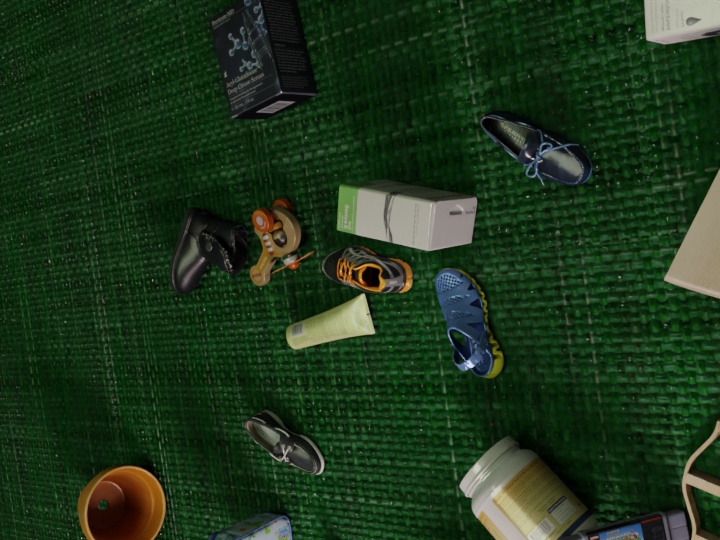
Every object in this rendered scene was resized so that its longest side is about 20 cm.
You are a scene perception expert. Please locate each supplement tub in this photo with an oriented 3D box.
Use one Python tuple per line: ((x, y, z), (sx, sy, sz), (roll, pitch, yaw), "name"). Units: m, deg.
((0.270, 0.385, 1.433), (0.200, 0.143, 0.146), (46, 122, 23), "supplement tub")

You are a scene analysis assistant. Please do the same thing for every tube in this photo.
((-0.058, 0.108, 1.717), (0.198, 0.052, 0.058), (-20, 126, 35), "tube")

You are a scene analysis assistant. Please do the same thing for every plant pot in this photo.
((-0.598, 0.572, 2.138), (0.182, 0.197, 0.204), (-12, 89, 55), "plant pot")
((0.531, -0.056, 1.140), (0.175, 0.199, 0.203), (28, 114, 19), "plant pot")

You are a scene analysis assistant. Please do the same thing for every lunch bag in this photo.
((-0.227, 0.603, 1.826), (0.081, 0.198, 0.164), (-2, 96, 38), "lunch bag")

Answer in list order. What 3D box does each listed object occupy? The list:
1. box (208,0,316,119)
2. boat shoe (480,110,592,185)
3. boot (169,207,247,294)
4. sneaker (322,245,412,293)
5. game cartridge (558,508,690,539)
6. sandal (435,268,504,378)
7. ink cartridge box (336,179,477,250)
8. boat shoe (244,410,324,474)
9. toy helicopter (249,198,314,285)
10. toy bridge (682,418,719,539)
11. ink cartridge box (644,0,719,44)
((-0.189, -0.412, 1.701), (0.147, 0.106, 0.204), (-16, 86, 39), "box")
((0.268, -0.187, 1.395), (0.198, 0.068, 0.086), (30, 114, 31), "boat shoe")
((-0.324, -0.020, 1.886), (0.167, 0.076, 0.204), (25, 106, 37), "boot")
((0.000, 0.000, 1.633), (0.197, 0.077, 0.080), (7, 103, 39), "sneaker")
((0.404, 0.442, 1.326), (0.196, 0.038, 0.132), (-12, 94, -6), "game cartridge")
((0.177, 0.091, 1.501), (0.079, 0.086, 0.203), (-33, 75, 38), "sandal")
((0.079, -0.098, 1.510), (0.197, 0.144, 0.086), (15, 106, 36), "ink cartridge box")
((-0.161, 0.363, 1.825), (0.198, 0.060, 0.077), (27, 112, 33), "boat shoe")
((-0.170, -0.036, 1.780), (0.132, 0.078, 0.201), (44, 132, 14), "toy helicopter")
((0.512, 0.314, 1.303), (0.066, 0.027, 0.204), (18, 108, 38), "toy bridge")
((0.488, -0.395, 1.179), (0.197, 0.084, 0.148), (-1, 97, 39), "ink cartridge box")
